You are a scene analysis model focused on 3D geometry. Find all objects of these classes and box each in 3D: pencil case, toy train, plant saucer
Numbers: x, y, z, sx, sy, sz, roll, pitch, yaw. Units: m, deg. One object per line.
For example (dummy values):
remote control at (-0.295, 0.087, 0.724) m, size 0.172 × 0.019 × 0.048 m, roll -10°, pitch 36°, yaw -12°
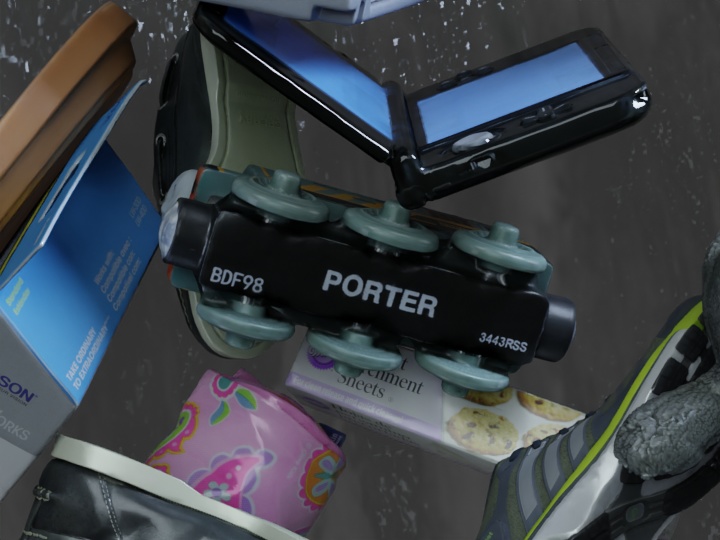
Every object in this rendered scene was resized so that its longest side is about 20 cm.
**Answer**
pencil case at (-0.089, 0.141, 1.121) m, size 0.087 × 0.087 × 0.200 m, roll 31°, pitch 80°, yaw 19°
toy train at (0.000, 0.000, 1.097) m, size 0.200 × 0.114 × 0.085 m, roll 13°, pitch 100°, yaw -13°
plant saucer at (-0.170, -0.043, 1.141) m, size 0.032 × 0.200 × 0.200 m, roll 37°, pitch 82°, yaw -4°

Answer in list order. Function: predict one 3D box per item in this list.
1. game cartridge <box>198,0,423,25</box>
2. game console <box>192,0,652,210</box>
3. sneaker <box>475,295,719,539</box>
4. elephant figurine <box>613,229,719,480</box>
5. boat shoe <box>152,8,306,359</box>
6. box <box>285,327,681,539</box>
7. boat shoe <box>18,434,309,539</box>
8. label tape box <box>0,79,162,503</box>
game cartridge at (-0.041, -0.150, 1.115) m, size 0.133 × 0.200 × 0.041 m, roll 8°, pitch 103°, yaw 13°
game console at (0.027, -0.109, 1.099) m, size 0.176 × 0.200 × 0.116 m, roll -21°, pitch 104°, yaw 4°
sneaker at (0.104, 0.089, 1.058) m, size 0.081 × 0.074 × 0.200 m, roll 19°, pitch 65°, yaw 50°
elephant figurine at (0.208, -0.007, 1.003) m, size 0.200 × 0.142 × 0.155 m, roll 2°, pitch 54°, yaw -15°
boat shoe at (-0.074, -0.045, 1.188) m, size 0.066 × 0.074 × 0.200 m, roll -24°, pitch 64°, yaw 48°
box at (0.062, 0.076, 1.131) m, size 0.200 × 0.039 × 0.041 m, roll 21°, pitch 77°, yaw 17°
boat shoe at (-0.056, 0.140, 1.046) m, size 0.200 × 0.072 × 0.068 m, roll 23°, pitch 79°, yaw 5°
label tape box at (-0.148, 0.025, 1.087) m, size 0.066 × 0.200 × 0.143 m, roll 35°, pitch 36°, yaw -11°
